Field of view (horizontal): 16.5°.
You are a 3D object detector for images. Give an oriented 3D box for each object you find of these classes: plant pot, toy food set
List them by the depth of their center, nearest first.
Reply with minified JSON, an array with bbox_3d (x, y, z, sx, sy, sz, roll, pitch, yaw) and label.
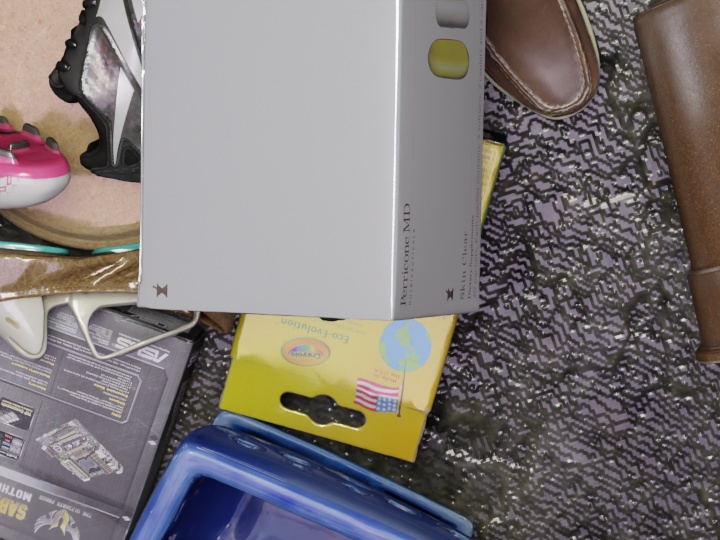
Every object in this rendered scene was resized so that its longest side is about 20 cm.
[{"bbox_3d":[0.251,-0.073,1.383,0.200,0.200,0.199,-19,90,7],"label":"plant pot"},{"bbox_3d":[-0.044,0.201,1.449,0.200,0.180,0.200,25,100,-1],"label":"plant pot"},{"bbox_3d":[-0.154,-0.112,1.467,0.198,0.049,0.200,32,101,-2],"label":"toy food set"}]

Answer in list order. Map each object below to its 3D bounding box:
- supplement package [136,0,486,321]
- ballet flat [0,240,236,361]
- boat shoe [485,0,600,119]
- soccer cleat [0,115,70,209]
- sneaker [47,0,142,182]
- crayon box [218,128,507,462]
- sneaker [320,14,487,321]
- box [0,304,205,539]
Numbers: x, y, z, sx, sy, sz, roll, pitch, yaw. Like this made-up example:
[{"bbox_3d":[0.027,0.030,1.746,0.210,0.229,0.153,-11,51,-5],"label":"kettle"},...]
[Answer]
[{"bbox_3d":[-0.025,-0.077,1.319,0.156,0.111,0.200,3,94,27],"label":"supplement package"},{"bbox_3d":[-0.163,0.016,1.440,0.200,0.068,0.072,-1,83,-11],"label":"ballet flat"},{"bbox_3d":[0.070,-0.172,1.426,0.075,0.075,0.202,-33,96,9],"label":"boat shoe"},{"bbox_3d":[-0.249,-0.049,1.435,0.200,0.070,0.086,14,108,30],"label":"soccer cleat"},{"bbox_3d":[-0.131,-0.139,1.397,0.098,0.071,0.201,-4,104,4],"label":"sneaker"},{"bbox_3d":[0.000,0.000,1.475,0.127,0.051,0.200,16,100,1],"label":"crayon box"},{"bbox_3d":[0.007,-0.068,1.407,0.085,0.078,0.200,17,92,8],"label":"sneaker"},{"bbox_3d":[-0.213,0.077,1.505,0.200,0.048,0.159,19,102,1],"label":"box"}]
